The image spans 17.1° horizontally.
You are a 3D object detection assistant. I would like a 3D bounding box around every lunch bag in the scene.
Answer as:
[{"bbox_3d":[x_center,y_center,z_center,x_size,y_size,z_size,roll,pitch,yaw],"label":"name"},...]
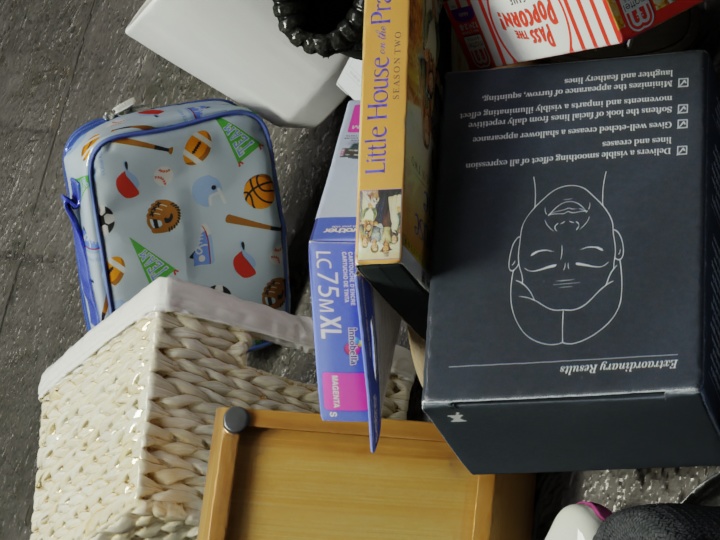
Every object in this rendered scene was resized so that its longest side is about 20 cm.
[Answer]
[{"bbox_3d":[-0.137,-0.028,1.743,0.076,0.160,0.201,-150,50,-64],"label":"lunch bag"}]

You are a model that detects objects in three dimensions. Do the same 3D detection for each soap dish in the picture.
[{"bbox_3d":[-0.002,0.156,1.397,0.081,0.199,0.158,69,-154,-66],"label":"soap dish"}]

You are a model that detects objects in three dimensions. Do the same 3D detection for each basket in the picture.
[{"bbox_3d":[-0.094,0.128,1.571,0.200,0.198,0.161,-37,42,51],"label":"basket"}]

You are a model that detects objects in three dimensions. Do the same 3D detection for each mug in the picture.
[{"bbox_3d":[-0.056,-0.198,1.752,0.187,0.153,0.149,-52,9,-7],"label":"mug"}]

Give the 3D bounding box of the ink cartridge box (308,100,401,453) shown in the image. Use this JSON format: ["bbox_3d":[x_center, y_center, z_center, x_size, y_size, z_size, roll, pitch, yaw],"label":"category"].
[{"bbox_3d":[0.000,0.000,1.361,0.200,0.042,0.120,-81,-11,-58],"label":"ink cartridge box"}]

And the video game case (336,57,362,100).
[{"bbox_3d":[0.083,-0.161,1.567,0.200,0.045,0.181,-62,38,18],"label":"video game case"}]

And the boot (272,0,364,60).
[{"bbox_3d":[0.005,-0.234,1.522,0.158,0.079,0.212,3,-87,-78],"label":"boot"}]

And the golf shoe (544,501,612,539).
[{"bbox_3d":[0.086,0.218,1.303,0.075,0.091,0.201,3,74,62],"label":"golf shoe"}]

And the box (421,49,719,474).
[{"bbox_3d":[0.122,-0.002,1.285,0.148,0.107,0.201,-3,63,17],"label":"box"}]

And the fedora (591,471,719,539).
[{"bbox_3d":[0.165,0.175,1.176,0.201,0.091,0.201,-40,40,46],"label":"fedora"}]

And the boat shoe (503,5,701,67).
[{"bbox_3d":[0.110,-0.146,1.448,0.199,0.068,0.072,4,75,18],"label":"boat shoe"}]

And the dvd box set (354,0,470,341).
[{"bbox_3d":[0.032,-0.076,1.320,0.029,0.146,0.201,-3,71,17],"label":"dvd box set"}]

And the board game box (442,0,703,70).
[{"bbox_3d":[0.166,-0.174,1.306,0.151,0.200,0.046,-2,114,62],"label":"board game box"}]

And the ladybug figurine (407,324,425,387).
[{"bbox_3d":[0.073,-0.012,1.449,0.136,0.072,0.201,-28,-59,-71],"label":"ladybug figurine"}]
